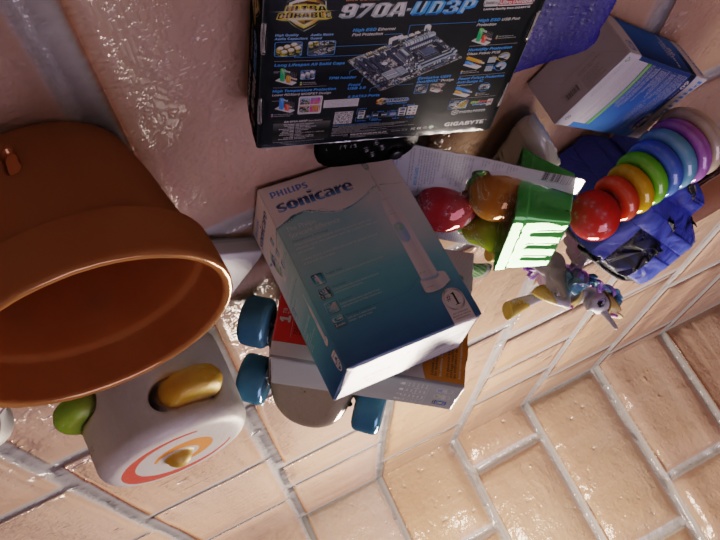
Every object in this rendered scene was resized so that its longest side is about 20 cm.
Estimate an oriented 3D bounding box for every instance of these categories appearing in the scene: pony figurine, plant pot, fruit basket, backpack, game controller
[{"bbox_3d":[0.286,-0.002,1.196,0.199,0.194,0.167,7,141,-26],"label":"pony figurine"},{"bbox_3d":[-0.210,-0.010,0.586,0.199,0.141,0.200,-24,158,-11],"label":"plant pot"},{"bbox_3d":[0.124,-0.077,0.877,0.199,0.094,0.186,16,156,7],"label":"fruit basket"},{"bbox_3d":[0.355,-0.077,1.052,0.167,0.163,0.200,-36,144,21],"label":"backpack"},{"bbox_3d":[0.020,-0.155,0.680,0.104,0.042,0.200,-19,156,-23],"label":"game controller"}]

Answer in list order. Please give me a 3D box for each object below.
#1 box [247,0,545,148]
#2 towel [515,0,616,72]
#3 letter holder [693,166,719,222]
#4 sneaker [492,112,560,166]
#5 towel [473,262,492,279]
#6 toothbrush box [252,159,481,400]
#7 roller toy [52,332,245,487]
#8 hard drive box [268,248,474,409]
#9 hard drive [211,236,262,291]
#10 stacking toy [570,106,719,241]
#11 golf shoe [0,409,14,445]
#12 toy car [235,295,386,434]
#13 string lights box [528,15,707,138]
[{"bbox_3d":[0.020,-0.161,0.587,0.199,0.046,0.159,-7,152,-12],"label":"box"},{"bbox_3d":[0.147,-0.240,0.646,0.147,0.050,0.200,-18,158,-8],"label":"towel"},{"bbox_3d":[0.479,-0.135,1.213,0.142,0.101,0.199,-38,157,28],"label":"letter holder"},{"bbox_3d":[0.176,-0.107,0.945,0.080,0.077,0.200,-16,156,-5],"label":"sneaker"},{"bbox_3d":[0.065,-0.003,1.017,0.152,0.024,0.200,-7,170,31],"label":"towel"},{"bbox_3d":[0.000,0.000,0.785,0.146,0.201,0.085,-21,159,-21],"label":"toothbrush box"},{"bbox_3d":[-0.232,0.164,0.950,0.199,0.140,0.182,-31,159,5],"label":"roller toy"},{"bbox_3d":[0.013,0.050,0.862,0.199,0.157,0.077,8,154,-1],"label":"hard drive box"},{"bbox_3d":[-0.210,0.018,0.804,0.199,0.026,0.132,-7,150,-44],"label":"hard drive"},{"bbox_3d":[0.305,-0.097,0.880,0.200,0.085,0.086,-36,163,-23],"label":"stacking toy"},{"bbox_3d":[-0.363,0.119,0.782,0.088,0.077,0.200,-30,160,-16],"label":"golf shoe"},{"bbox_3d":[-0.040,0.078,1.031,0.200,0.183,0.178,-67,167,-55],"label":"toy car"},{"bbox_3d":[0.280,-0.202,0.868,0.199,0.059,0.103,-4,148,-48],"label":"string lights box"}]
